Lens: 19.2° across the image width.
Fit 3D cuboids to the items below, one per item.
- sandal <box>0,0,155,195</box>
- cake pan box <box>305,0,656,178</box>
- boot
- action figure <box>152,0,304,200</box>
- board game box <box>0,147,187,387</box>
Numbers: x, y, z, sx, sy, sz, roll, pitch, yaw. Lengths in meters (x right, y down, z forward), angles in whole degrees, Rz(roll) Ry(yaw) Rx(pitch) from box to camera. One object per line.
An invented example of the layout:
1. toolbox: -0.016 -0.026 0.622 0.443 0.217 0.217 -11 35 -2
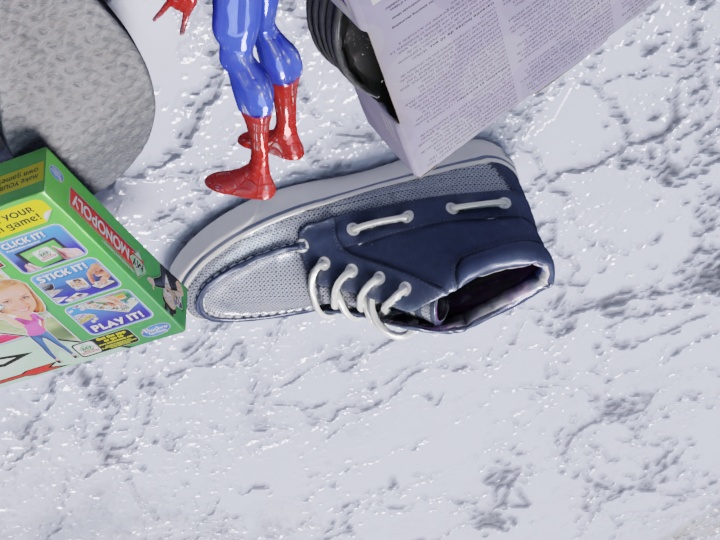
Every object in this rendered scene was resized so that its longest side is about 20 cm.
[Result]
1. sandal: -0.151 -0.117 0.983 0.076 0.043 0.200 -27 133 -7
2. cake pan box: 0.069 -0.151 0.970 0.200 0.052 0.184 -37 150 -6
3. boot: 0.000 0.000 1.134 0.200 0.090 0.073 -22 140 -1
4. action figure: -0.053 -0.130 0.926 0.052 0.065 0.200 16 126 19
5. board game box: -0.206 0.014 1.064 0.200 0.029 0.135 -17 143 20
